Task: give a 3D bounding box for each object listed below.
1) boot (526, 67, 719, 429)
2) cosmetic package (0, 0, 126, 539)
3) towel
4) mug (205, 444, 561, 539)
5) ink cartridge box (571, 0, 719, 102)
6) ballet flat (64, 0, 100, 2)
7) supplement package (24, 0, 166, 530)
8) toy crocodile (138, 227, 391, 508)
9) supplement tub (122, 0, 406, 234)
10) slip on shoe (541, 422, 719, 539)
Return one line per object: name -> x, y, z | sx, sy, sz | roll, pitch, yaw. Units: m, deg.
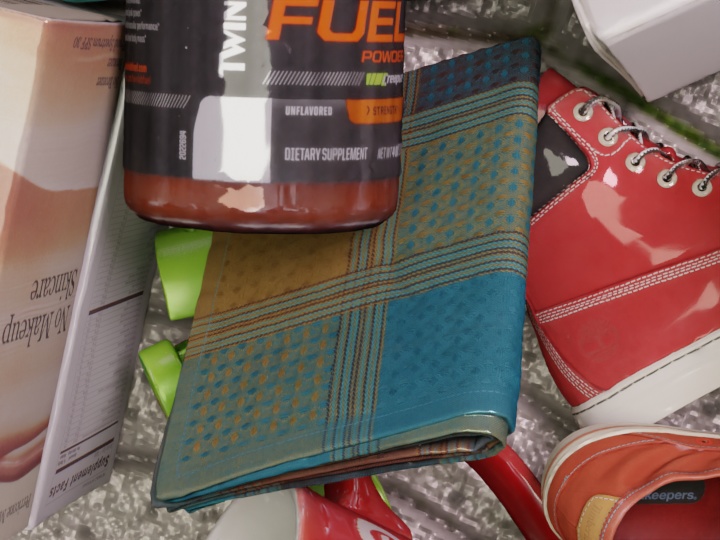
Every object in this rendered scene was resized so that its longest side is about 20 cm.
boot -> 0.143, -0.037, 0.900 | 0.199, 0.072, 0.145 | -29, 87, 16
cosmetic package -> -0.155, -0.003, 0.832 | 0.087, 0.103, 0.202 | 14, 99, 9
towel -> 0.000, 0.000, 0.877 | 0.146, 0.201, 0.022 | -14, 134, 24
mug -> 0.040, 0.157, 0.879 | 0.199, 0.133, 0.179 | 25, 94, -17
ink cartridge box -> 0.161, -0.175, 0.859 | 0.199, 0.083, 0.146 | -24, 71, 14
ballet flat -> -0.040, -0.151, 0.932 | 0.198, 0.074, 0.075 | 2, 95, 10
supplement package -> -0.147, -0.011, 0.939 | 0.109, 0.114, 0.202 | 15, 97, 9
toy crocodile -> -0.039, 0.074, 0.952 | 0.067, 0.062, 0.201 | -26, 94, -8
supplement tub -> -0.035, -0.118, 0.839 | 0.106, 0.107, 0.202 | 3, 98, 12
slip on shoe -> 0.171, 0.094, 0.884 | 0.198, 0.061, 0.075 | 1, 114, -12
